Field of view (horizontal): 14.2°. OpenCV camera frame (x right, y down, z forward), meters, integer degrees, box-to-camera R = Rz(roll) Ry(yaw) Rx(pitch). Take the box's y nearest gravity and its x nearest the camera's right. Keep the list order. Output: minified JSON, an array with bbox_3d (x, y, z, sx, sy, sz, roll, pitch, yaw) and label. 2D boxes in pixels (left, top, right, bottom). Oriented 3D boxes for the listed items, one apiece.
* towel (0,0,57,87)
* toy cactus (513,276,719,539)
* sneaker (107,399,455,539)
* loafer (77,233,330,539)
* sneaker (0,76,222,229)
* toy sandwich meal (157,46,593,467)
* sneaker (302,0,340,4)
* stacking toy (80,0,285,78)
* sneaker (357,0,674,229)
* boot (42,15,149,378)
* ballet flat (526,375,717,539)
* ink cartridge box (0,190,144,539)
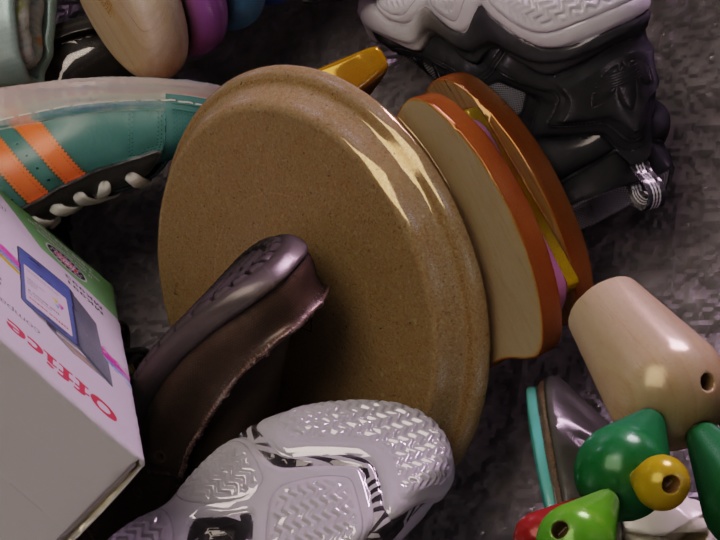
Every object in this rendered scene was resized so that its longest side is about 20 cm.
[{"bbox_3d":[-0.216,-0.169,1.302,0.171,0.048,0.200,-4,73,20],"label":"towel"},{"bbox_3d":[0.129,0.074,1.041,0.200,0.102,0.165,-11,48,-28],"label":"toy cactus"},{"bbox_3d":[-0.043,0.133,1.123,0.200,0.115,0.075,-34,53,-5],"label":"sneaker"},{"bbox_3d":[-0.058,0.062,1.158,0.071,0.200,0.073,39,42,3],"label":"loafer"},{"bbox_3d":[-0.147,-0.037,1.230,0.200,0.071,0.080,-7,89,3],"label":"sneaker"},{"bbox_3d":[0.000,0.000,1.169,0.205,0.070,0.205,19,118,41],"label":"toy sandwich meal"},{"bbox_3d":[0.056,-0.183,1.223,0.200,0.085,0.077,-23,10,-14],"label":"sneaker"},{"bbox_3d":[-0.026,-0.159,1.271,0.200,0.085,0.085,-27,51,-19],"label":"stacking toy"},{"bbox_3d":[0.065,-0.070,1.197,0.075,0.114,0.200,-21,13,-20],"label":"sneaker"},{"bbox_3d":[-0.132,0.000,1.277,0.200,0.069,0.174,-40,60,3],"label":"boot"},{"bbox_3d":[0.102,0.127,1.080,0.068,0.068,0.200,-7,56,8],"label":"ballet flat"},{"bbox_3d":[-0.166,0.022,1.101,0.088,0.145,0.200,-45,18,9],"label":"ink cartridge box"}]
